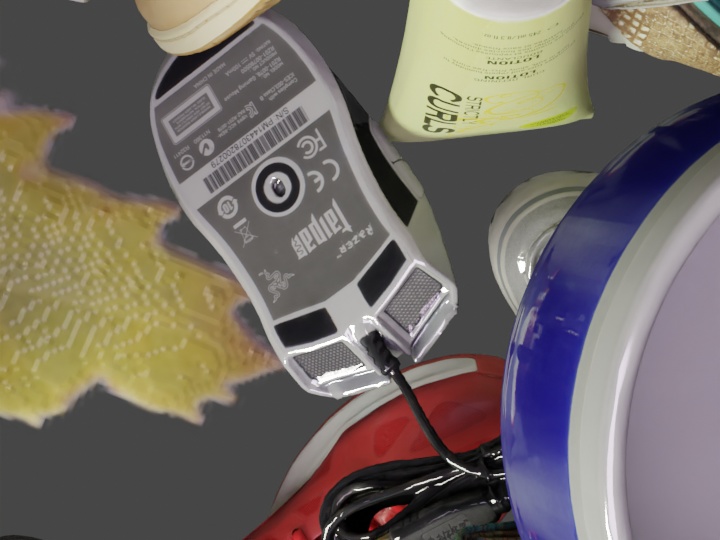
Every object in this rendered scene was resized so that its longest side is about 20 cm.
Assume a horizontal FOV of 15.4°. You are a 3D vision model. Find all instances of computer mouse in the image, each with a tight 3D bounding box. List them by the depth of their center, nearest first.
[{"bbox_3d":[0.000,0.000,0.882,0.110,0.044,0.200,-34,74,21],"label":"computer mouse"}]

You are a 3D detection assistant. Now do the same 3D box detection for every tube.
[{"bbox_3d":[0.043,-0.070,0.824,0.058,0.200,0.052,34,80,7],"label":"tube"}]

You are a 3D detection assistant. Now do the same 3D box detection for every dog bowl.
[{"bbox_3d":[0.144,0.043,0.768,0.200,0.079,0.201,-2,97,-20],"label":"dog bowl"}]

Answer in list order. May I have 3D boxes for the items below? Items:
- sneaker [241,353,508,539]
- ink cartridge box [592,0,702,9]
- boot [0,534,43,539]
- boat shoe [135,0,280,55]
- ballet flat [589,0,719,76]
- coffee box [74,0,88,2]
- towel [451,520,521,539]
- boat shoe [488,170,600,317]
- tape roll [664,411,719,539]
[{"bbox_3d":[-0.012,0.117,0.914,0.200,0.116,0.078,-42,106,12],"label":"sneaker"},{"bbox_3d":[0.093,-0.198,0.795,0.147,0.083,0.200,41,79,-15],"label":"ink cartridge box"},{"bbox_3d":[-0.134,0.199,0.904,0.069,0.174,0.200,6,108,-5],"label":"boot"},{"bbox_3d":[-0.032,-0.122,0.805,0.069,0.200,0.074,48,65,-9],"label":"boat shoe"},{"bbox_3d":[0.067,-0.123,0.874,0.200,0.071,0.065,46,128,-13],"label":"ballet flat"},{"bbox_3d":[-0.096,-0.196,0.807,0.080,0.114,0.200,12,107,-5],"label":"coffee box"},{"bbox_3d":[0.022,0.145,0.900,0.022,0.147,0.200,53,123,22],"label":"towel"},{"bbox_3d":[0.125,0.045,0.921,0.072,0.069,0.200,-41,106,10],"label":"boat shoe"},{"bbox_3d":[0.176,0.096,0.852,0.200,0.048,0.201,-2,97,-19],"label":"tape roll"}]
